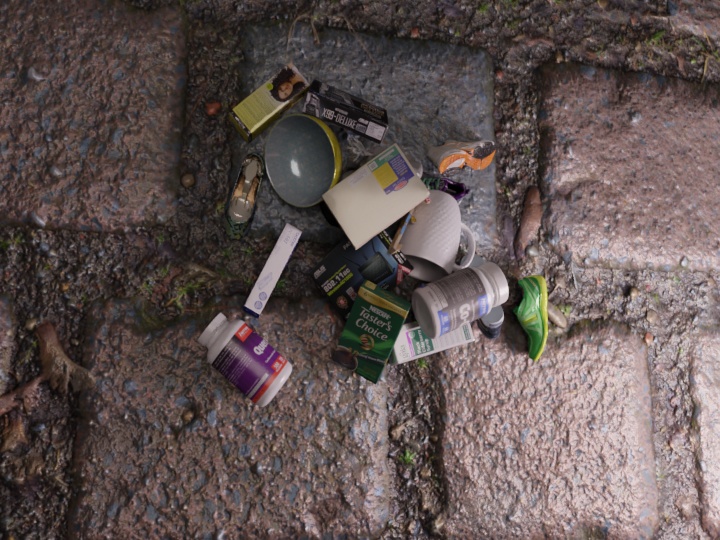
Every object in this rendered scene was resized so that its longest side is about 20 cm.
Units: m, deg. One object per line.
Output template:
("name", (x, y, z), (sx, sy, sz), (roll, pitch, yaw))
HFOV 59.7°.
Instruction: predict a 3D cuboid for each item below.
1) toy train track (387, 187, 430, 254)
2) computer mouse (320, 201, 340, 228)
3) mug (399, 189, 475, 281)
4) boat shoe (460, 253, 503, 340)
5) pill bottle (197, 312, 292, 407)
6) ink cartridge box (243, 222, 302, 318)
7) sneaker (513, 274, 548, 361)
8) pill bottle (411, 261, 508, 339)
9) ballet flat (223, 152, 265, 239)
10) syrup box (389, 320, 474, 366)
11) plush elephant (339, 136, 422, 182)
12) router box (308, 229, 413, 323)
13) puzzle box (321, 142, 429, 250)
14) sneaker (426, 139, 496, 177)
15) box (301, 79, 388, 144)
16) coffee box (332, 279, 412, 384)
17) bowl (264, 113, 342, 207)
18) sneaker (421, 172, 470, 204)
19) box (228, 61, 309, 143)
("toy train track", (0.109, -0.108, 1.360), (0.032, 0.114, 0.203), (36, 54, -13))
("computer mouse", (-0.022, -0.102, 1.472), (0.059, 0.034, 0.200), (-43, 92, -16))
("mug", (0.182, -0.075, 1.459), (0.195, 0.147, 0.180), (24, 72, -17))
("boat shoe", (0.284, 0.063, 1.498), (0.068, 0.092, 0.205), (-13, 56, -1))
("pill bottle", (-0.247, 0.186, 1.334), (0.199, 0.112, 0.113), (41, 75, -3))
("ink cartridge box", (-0.195, 0.002, 1.386), (0.043, 0.094, 0.205), (27, 77, -6))
("sneaker", (0.412, 0.115, 1.522), (0.081, 0.074, 0.208), (-1, 83, 13))
("pill bottle", (0.220, 0.061, 1.379), (0.195, 0.114, 0.117), (-22, 86, -16))
("ballet flat", (-0.263, -0.173, 1.413), (0.072, 0.074, 0.207), (13, 78, -9))
("syrup box", (0.154, 0.153, 1.444), (0.194, 0.081, 0.081), (-14, 81, -15))
("plush elephant", (0.018, -0.196, 1.426), (0.197, 0.154, 0.168), (31, 52, -17))
("router box", (0.000, 0.000, 1.388), (0.199, 0.062, 0.151), (-40, 88, 26))
("puzzle box", (0.033, -0.156, 1.314), (0.197, 0.025, 0.135), (-34, 81, -5))
("sneaker", (0.248, -0.296, 1.545), (0.195, 0.078, 0.092), (-16, 45, -31))
("box", (-0.032, -0.370, 1.453), (0.194, 0.159, 0.051), (21, 115, -8))
("coffee box", (0.022, 0.135, 1.367), (0.120, 0.044, 0.204), (27, 116, 8))
("bowl", (-0.112, -0.254, 1.427), (0.107, 0.198, 0.204), (-25, 85, -56))
("sneaker", (0.164, -0.209, 1.502), (0.193, 0.087, 0.077), (10, 78, -11))
("box", (-0.213, -0.394, 1.469), (0.075, 0.050, 0.200), (46, 75, -2))
